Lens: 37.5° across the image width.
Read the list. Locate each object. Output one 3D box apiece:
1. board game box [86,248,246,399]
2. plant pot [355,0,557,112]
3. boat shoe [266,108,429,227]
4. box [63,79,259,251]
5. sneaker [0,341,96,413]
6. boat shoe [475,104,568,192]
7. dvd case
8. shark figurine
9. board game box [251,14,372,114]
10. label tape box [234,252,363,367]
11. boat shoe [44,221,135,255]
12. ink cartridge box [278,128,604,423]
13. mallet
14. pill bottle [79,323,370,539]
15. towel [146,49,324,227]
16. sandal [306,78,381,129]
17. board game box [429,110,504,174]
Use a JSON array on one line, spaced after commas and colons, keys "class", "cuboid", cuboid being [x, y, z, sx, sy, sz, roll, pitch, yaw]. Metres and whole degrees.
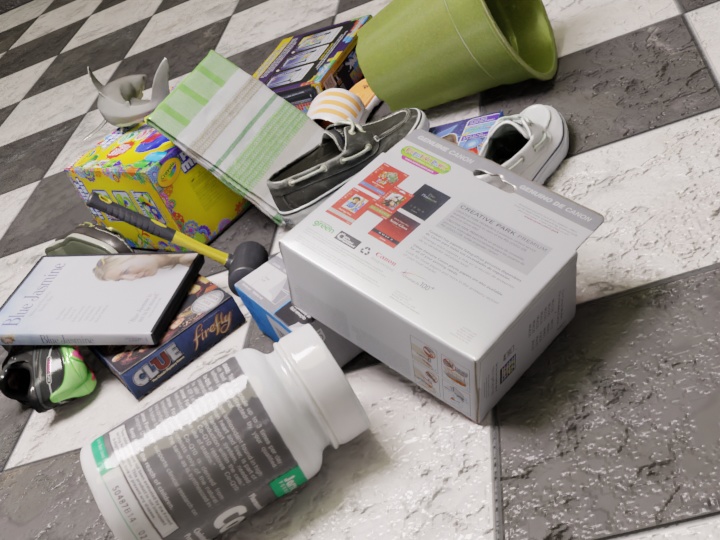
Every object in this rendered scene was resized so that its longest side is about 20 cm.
[{"class": "board game box", "cuboid": [-0.222, 0.050, 1.122, 0.135, 0.035, 0.200, -37, 30, -18]}, {"class": "plant pot", "cuboid": [0.103, -0.277, 1.259, 0.190, 0.200, 0.200, -24, 26, 32]}, {"class": "boat shoe", "cuboid": [-0.010, -0.125, 1.127, 0.200, 0.064, 0.071, -38, 30, -20]}, {"class": "box", "cuboid": [-0.223, -0.132, 1.328, 0.192, 0.122, 0.200, 6, 42, 46]}, {"class": "sneaker", "cuboid": [-0.351, 0.092, 1.118, 0.084, 0.077, 0.200, -34, 29, -22]}, {"class": "boat shoe", "cuboid": [0.160, -0.123, 1.056, 0.073, 0.067, 0.200, -10, 33, 28]}, {"class": "dvd case", "cuboid": [-0.277, 0.027, 1.106, 0.199, 0.018, 0.143, -2, 36, 17]}, {"class": "shark figurine", "cuboid": [-0.304, -0.222, 1.329, 0.128, 0.090, 0.214, -37, 26, -15]}, {"class": "board game box", "cuboid": [-0.076, -0.278, 1.511, 0.165, 0.057, 0.200, -8, 34, 33]}, {"class": "label tape box", "cuboid": [0.000, 0.000, 0.992, 0.200, 0.063, 0.144, -36, 31, -15]}, {"class": "boat shoe", "cuboid": [-0.317, -0.028, 1.273, 0.061, 0.072, 0.201, -42, 23, -28]}, {"class": "ink cartridge box", "cuboid": [0.068, -0.006, 0.855, 0.200, 0.084, 0.176, 31, 59, 30]}, {"class": "mallet", "cuboid": [-0.185, -0.027, 1.085, 0.041, 0.200, 0.066, -59, 22, 25]}, {"class": "pill bottle", "cuboid": [-0.101, 0.131, 0.811, 0.200, 0.113, 0.113, -31, 29, -7]}, {"class": "towel", "cuboid": [-0.131, -0.154, 1.230, 0.149, 0.200, 0.031, -55, 3, -38]}, {"class": "sandal", "cuboid": [-0.029, -0.211, 1.360, 0.079, 0.059, 0.207, -7, 35, 32]}, {"class": "board game box", "cuboid": [0.053, -0.106, 1.148, 0.199, 0.035, 0.136, -10, 32, 28]}]
